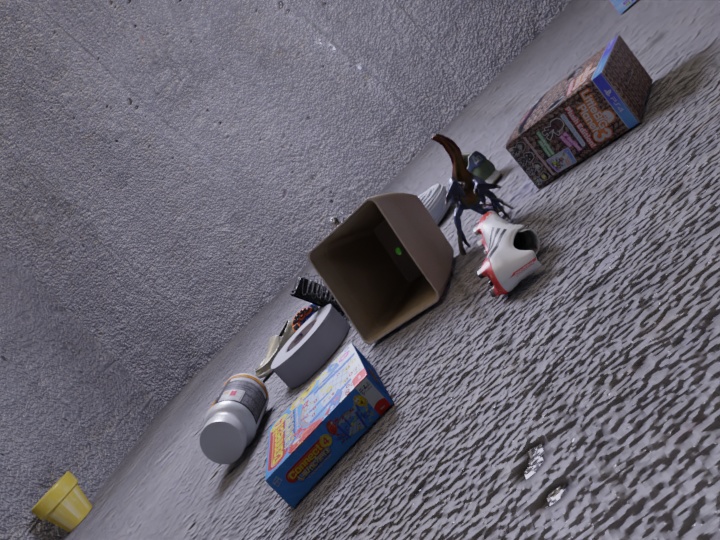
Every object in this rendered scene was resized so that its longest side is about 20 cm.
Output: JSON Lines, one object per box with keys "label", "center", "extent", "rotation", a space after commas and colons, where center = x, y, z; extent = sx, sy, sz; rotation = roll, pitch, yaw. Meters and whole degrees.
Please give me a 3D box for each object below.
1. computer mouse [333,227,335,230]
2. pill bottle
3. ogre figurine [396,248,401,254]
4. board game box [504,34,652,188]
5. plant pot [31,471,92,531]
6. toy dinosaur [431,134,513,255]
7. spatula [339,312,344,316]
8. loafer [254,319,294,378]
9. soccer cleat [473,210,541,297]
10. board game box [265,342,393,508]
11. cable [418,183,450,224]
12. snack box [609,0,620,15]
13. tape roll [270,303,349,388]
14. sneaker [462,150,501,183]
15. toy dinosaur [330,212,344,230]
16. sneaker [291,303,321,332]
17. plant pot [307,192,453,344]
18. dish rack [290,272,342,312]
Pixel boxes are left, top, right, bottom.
{"label": "computer mouse", "center": [-0.004, -0.058, 1.569], "extent": [0.058, 0.199, 0.035], "rotation": [-25, -40, -33]}
{"label": "pill bottle", "center": [-0.268, 0.313, 1.243], "extent": [0.116, 0.117, 0.200], "rotation": [-42, 9, 13]}
{"label": "ogre figurine", "center": [0.060, -0.031, 1.291], "extent": [0.119, 0.194, 0.102], "rotation": [-161, 75, -69]}
{"label": "board game box", "center": [0.361, -0.260, 0.969], "extent": [0.199, 0.097, 0.160], "rotation": [-36, 12, 47]}
{"label": "plant pot", "center": [-1.277, 1.015, 2.524], "extent": [0.200, 0.189, 0.201], "rotation": [-43, 9, 9]}
{"label": "toy dinosaur", "center": [0.195, -0.135, 0.977], "extent": [0.102, 0.207, 0.181], "rotation": [-13, 7, 14]}
{"label": "spatula", "center": [-0.078, 0.130, 1.490], "extent": [0.198, 0.021, 0.056], "rotation": [-37, -6, 32]}
{"label": "loafer", "center": [-0.243, 0.224, 1.684], "extent": [0.201, 0.068, 0.075], "rotation": [-50, 10, -27]}
{"label": "soccer cleat", "center": [0.206, -0.037, 0.807], "extent": [0.084, 0.069, 0.201], "rotation": [-30, 17, 24]}
{"label": "board game box", "center": [-0.052, 0.217, 0.865], "extent": [0.196, 0.056, 0.200], "rotation": [-45, 9, -2]}
{"label": "cable", "center": [0.151, -0.135, 1.484], "extent": [0.200, 0.069, 0.199], "rotation": [-47, 7, -15]}
{"label": "snack box", "center": [0.794, -0.830, 1.644], "extent": [0.168, 0.068, 0.201], "rotation": [-37, 13, 43]}
{"label": "tape roll", "center": [-0.116, 0.172, 1.338], "extent": [0.200, 0.066, 0.201], "rotation": [-45, 8, 8]}
{"label": "sneaker", "center": [0.260, -0.238, 1.363], "extent": [0.067, 0.090, 0.200], "rotation": [-44, 8, -1]}
{"label": "toy dinosaur", "center": [-0.038, -0.057, 1.677], "extent": [0.101, 0.202, 0.077], "rotation": [-36, 36, -8]}
{"label": "sneaker", "center": [-0.111, 0.111, 1.575], "extent": [0.198, 0.075, 0.079], "rotation": [-38, -21, -28]}
{"label": "plant pot", "center": [0.059, -0.024, 1.065], "extent": [0.199, 0.203, 0.176], "rotation": [-36, -1, 40]}
{"label": "dish rack", "center": [-0.054, 0.049, 1.344], "extent": [0.197, 0.151, 0.056], "rotation": [-7, 67, 52]}
